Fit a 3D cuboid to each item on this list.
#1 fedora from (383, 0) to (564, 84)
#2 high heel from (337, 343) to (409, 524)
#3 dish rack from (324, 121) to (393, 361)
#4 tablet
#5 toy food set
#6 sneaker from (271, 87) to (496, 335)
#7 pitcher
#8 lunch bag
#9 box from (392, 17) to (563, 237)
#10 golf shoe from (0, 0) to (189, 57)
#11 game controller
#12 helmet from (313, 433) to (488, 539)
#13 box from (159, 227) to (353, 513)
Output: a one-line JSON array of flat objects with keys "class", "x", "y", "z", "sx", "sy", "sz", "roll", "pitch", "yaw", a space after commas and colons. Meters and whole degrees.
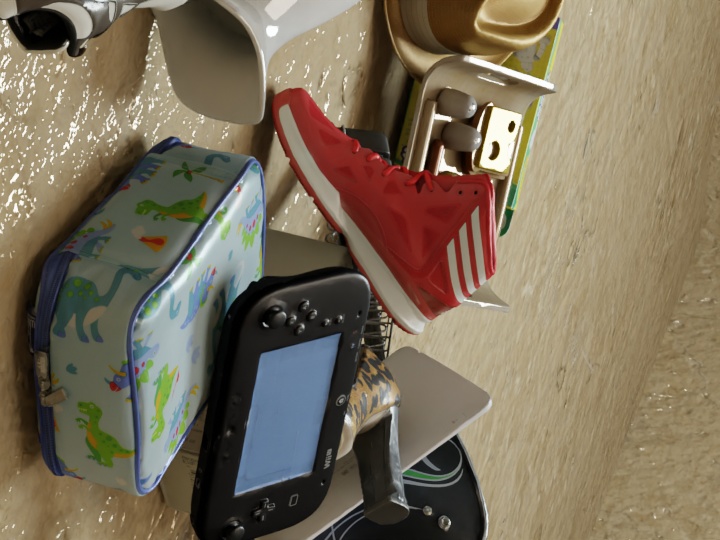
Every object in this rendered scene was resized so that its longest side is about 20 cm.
[{"class": "fedora", "x": 0.110, "y": -0.235, "z": 1.775, "sx": 0.200, "sy": 0.082, "sz": 0.201, "roll": -18, "pitch": 117, "yaw": -39}, {"class": "high heel", "x": -0.033, "y": 0.077, "z": 1.483, "sx": 0.200, "sy": 0.071, "sz": 0.143, "roll": 45, "pitch": 27, "yaw": -45}, {"class": "dish rack", "x": 0.000, "y": 0.000, "z": 1.697, "sx": 0.200, "sy": 0.054, "sz": 0.154, "roll": 97, "pitch": -10, "yaw": -48}, {"class": "tablet", "x": -0.011, "y": 0.130, "z": 1.588, "sx": 0.200, "sy": 0.130, "sz": 0.014, "roll": -34, "pitch": 121, "yaw": -17}, {"class": "toy food set", "x": 0.100, "y": -0.070, "z": 1.791, "sx": 0.143, "sy": 0.060, "sz": 0.201, "roll": 9, "pitch": 95, "yaw": -50}, {"class": "sneaker", "x": 0.029, "y": -0.065, "z": 1.541, "sx": 0.200, "sy": 0.115, "sz": 0.078, "roll": 57, "pitch": 10, "yaw": -5}, {"class": "pitcher", "x": -0.056, "y": -0.215, "z": 1.296, "sx": 0.200, "sy": 0.121, "sz": 0.172, "roll": -54, "pitch": 141, "yaw": -29}, {"class": "lunch bag", "x": -0.126, "y": 0.029, "z": 1.296, "sx": 0.200, "sy": 0.082, "sz": 0.161, "roll": -58, "pitch": 156, "yaw": -49}, {"class": "box", "x": 0.099, "y": -0.137, "z": 1.893, "sx": 0.048, "sy": 0.117, "sz": 0.201, "roll": -1, "pitch": 105, "yaw": -81}, {"class": "golf shoe", "x": -0.147, "y": -0.153, "z": 1.104, "sx": 0.095, "sy": 0.078, "sz": 0.200, "roll": -59, "pitch": 163, "yaw": 3}, {"class": "game controller", "x": -0.050, "y": 0.086, "z": 1.351, "sx": 0.104, "sy": 0.042, "sz": 0.201, "roll": -7, "pitch": 126, "yaw": -29}, {"class": "helmet", "x": -0.010, "y": 0.204, "z": 1.675, "sx": 0.200, "sy": 0.190, "sz": 0.201, "roll": 170, "pitch": -90, "yaw": -76}, {"class": "box", "x": -0.073, "y": 0.076, "z": 1.539, "sx": 0.095, "sy": 0.077, "sz": 0.200, "roll": 80, "pitch": 29, "yaw": -53}]
